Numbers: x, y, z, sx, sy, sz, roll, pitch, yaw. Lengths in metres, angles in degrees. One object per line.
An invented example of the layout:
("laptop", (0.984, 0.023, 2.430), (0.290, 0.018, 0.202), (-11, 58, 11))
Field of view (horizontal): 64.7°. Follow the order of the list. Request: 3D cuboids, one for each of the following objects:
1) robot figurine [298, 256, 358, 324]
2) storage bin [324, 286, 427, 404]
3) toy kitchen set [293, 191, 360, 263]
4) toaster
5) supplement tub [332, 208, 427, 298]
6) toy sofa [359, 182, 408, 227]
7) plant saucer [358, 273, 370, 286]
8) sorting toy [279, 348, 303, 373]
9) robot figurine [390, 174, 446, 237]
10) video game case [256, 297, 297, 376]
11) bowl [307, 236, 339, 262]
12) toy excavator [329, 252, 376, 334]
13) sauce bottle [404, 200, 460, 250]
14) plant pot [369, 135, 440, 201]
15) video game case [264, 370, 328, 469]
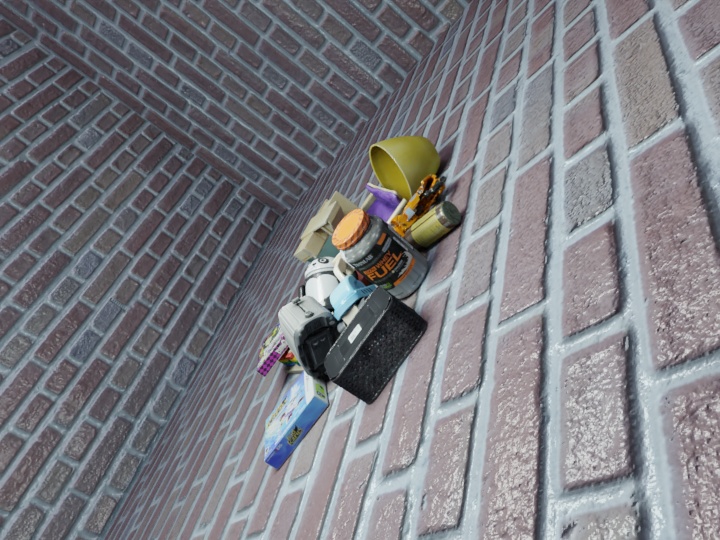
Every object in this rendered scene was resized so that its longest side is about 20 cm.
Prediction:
("robot figurine", (-0.084, 0.062, 1.490), (0.125, 0.150, 0.201), (117, 149, -63))
("storage bin", (0.026, 0.145, 1.134), (0.200, 0.094, 0.135), (-53, 16, 2))
("toy kitchen set", (-0.040, -0.093, 1.532), (0.163, 0.180, 0.200), (-25, 33, 60))
("toaster", (-0.117, 0.156, 1.351), (0.113, 0.200, 0.129), (-27, 38, -18))
("supplement tub", (0.041, -0.037, 1.241), (0.122, 0.200, 0.123), (-38, 30, 27))
("toy sofa", (0.066, -0.176, 1.603), (0.083, 0.098, 0.200), (-55, 30, -1))
("plant saucer", (0.000, 0.000, 1.621), (0.200, 0.037, 0.200), (-28, 30, 59))
("sorting toy", (-0.156, 0.190, 1.622), (0.199, 0.070, 0.200), (-61, 16, -22))
("robot figurine", (0.143, -0.160, 1.422), (0.200, 0.058, 0.145), (-52, -5, -23))
("video game case", (-0.226, 0.187, 1.638), (0.200, 0.036, 0.181), (-52, 14, 8))
("bowl", (-0.088, -0.092, 1.819), (0.201, 0.105, 0.201), (-45, 23, 25))
("toy excavator", (-0.022, 0.042, 1.337), (0.100, 0.200, 0.194), (-47, -14, 24))
("sauce bottle", (0.146, -0.087, 1.315), (0.200, 0.065, 0.065), (-36, 24, 48))
("plant pot", (0.139, -0.301, 1.605), (0.142, 0.200, 0.200), (-34, 12, -12))
("video game case", (-0.157, 0.341, 1.357), (0.200, 0.045, 0.181), (-53, 14, 8))
